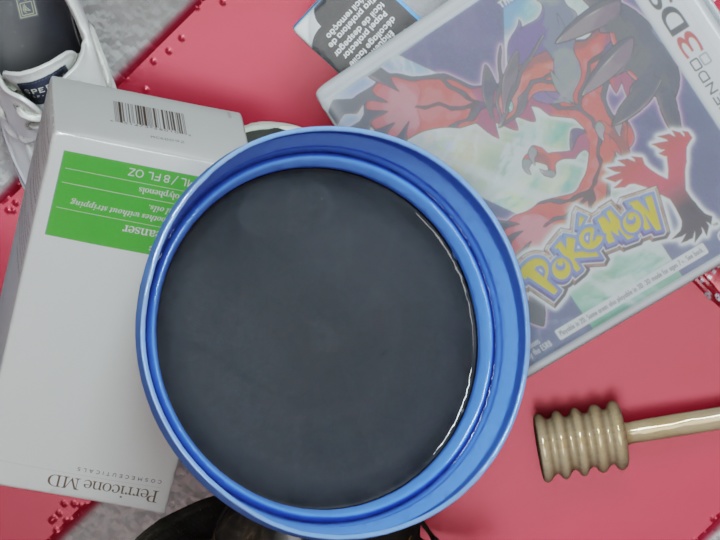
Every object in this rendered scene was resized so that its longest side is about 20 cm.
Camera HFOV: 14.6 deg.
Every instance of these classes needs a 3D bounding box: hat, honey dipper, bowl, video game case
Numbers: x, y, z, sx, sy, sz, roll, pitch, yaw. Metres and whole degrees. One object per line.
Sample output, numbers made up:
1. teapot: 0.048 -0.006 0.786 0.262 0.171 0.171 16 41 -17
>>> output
1. hat: -0.019 0.128 1.423 0.200 0.201 0.081 13 109 1
2. honey dipper: 0.192 0.080 1.495 0.199 0.038 0.038 -9 98 0
3. bowl: -0.016 0.031 1.365 0.200 0.039 0.202 3 82 -19
4. video game case: 0.103 -0.064 1.389 0.200 0.023 0.183 -32 94 27

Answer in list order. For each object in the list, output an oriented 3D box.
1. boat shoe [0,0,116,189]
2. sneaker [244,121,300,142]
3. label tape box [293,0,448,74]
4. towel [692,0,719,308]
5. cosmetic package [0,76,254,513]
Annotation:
1. boat shoe: -0.166 -0.099 1.469 0.073 0.065 0.201 -21 96 6
2. sneaker: 0.000 0.000 1.464 0.200 0.088 0.076 44 100 -2
3. label tape box: 0.087 -0.112 1.455 0.200 0.063 0.144 43 99 -3
4. towel: 0.174 -0.087 1.398 0.200 0.022 0.145 45 102 1
5. cosmetic package: -0.129 0.013 1.445 0.107 0.085 0.201 9 113 -12
